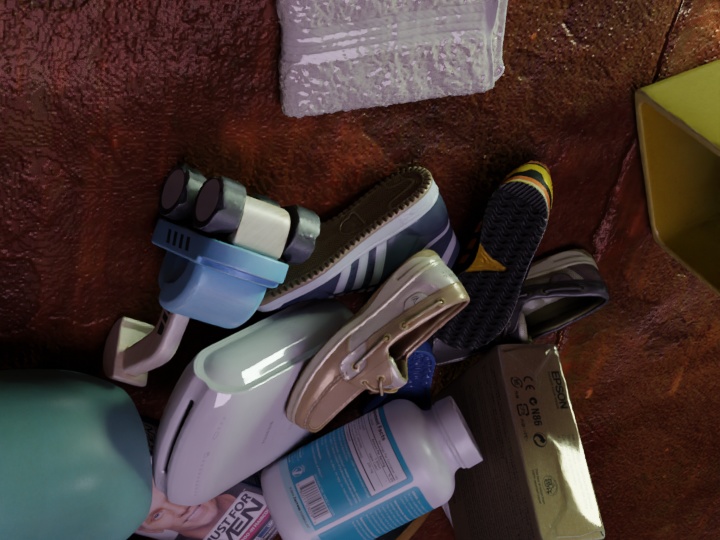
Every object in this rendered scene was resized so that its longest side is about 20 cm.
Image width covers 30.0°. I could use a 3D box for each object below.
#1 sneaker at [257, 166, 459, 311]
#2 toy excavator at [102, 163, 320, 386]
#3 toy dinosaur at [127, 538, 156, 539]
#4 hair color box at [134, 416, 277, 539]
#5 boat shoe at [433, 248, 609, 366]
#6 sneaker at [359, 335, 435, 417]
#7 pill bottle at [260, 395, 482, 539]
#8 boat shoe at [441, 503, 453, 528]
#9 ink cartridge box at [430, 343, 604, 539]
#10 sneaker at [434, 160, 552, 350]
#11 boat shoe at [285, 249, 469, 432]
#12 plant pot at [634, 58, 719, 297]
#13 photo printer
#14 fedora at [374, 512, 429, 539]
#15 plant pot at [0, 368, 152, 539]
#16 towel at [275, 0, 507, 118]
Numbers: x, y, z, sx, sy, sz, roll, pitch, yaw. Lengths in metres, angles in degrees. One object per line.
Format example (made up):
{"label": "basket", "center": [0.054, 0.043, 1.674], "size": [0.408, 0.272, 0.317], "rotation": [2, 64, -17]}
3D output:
{"label": "sneaker", "center": [0.000, 0.000, 1.230], "size": [0.200, 0.070, 0.109], "rotation": [-33, 130, 1]}
{"label": "toy excavator", "center": [-0.147, 0.017, 1.153], "size": [0.100, 0.194, 0.200], "rotation": [21, 89, -34]}
{"label": "toy dinosaur", "center": [-0.191, 0.318, 1.348], "size": [0.136, 0.102, 0.200], "rotation": [-10, 144, 35]}
{"label": "hair color box", "center": [-0.168, 0.222, 1.345], "size": [0.200, 0.061, 0.100], "rotation": [24, 115, -34]}
{"label": "boat shoe", "center": [0.151, 0.046, 1.330], "size": [0.201, 0.066, 0.072], "rotation": [-25, 133, -2]}
{"label": "sneaker", "center": [0.036, 0.091, 1.323], "size": [0.070, 0.078, 0.200], "rotation": [-1, 150, -11]}
{"label": "pill bottle", "center": [0.014, 0.195, 1.287], "size": [0.200, 0.111, 0.111], "rotation": [-27, 132, 4]}
{"label": "boat shoe", "center": [0.137, 0.296, 1.524], "size": [0.072, 0.069, 0.200], "rotation": [-20, 132, -7]}
{"label": "ink cartridge box", "center": [0.148, 0.193, 1.328], "size": [0.075, 0.200, 0.165], "rotation": [-1, 156, -24]}
{"label": "sneaker", "center": [0.132, -0.013, 1.264], "size": [0.070, 0.090, 0.200], "rotation": [27, 124, 6]}
{"label": "boat shoe", "center": [0.016, 0.075, 1.183], "size": [0.200, 0.069, 0.074], "rotation": [-49, 158, 9]}
{"label": "plant pot", "center": [0.399, -0.096, 1.246], "size": [0.200, 0.194, 0.196], "rotation": [-29, 133, -10]}
{"label": "photo printer", "center": [-0.101, 0.121, 1.222], "size": [0.200, 0.069, 0.167], "rotation": [-26, 148, -46]}
{"label": "fedora", "center": [-0.009, 0.262, 1.403], "size": [0.201, 0.201, 0.082], "rotation": [-39, 92, 11]}
{"label": "plant pot", "center": [-0.278, 0.178, 1.181], "size": [0.161, 0.201, 0.201], "rotation": [-8, 130, -28]}
{"label": "towel", "center": [0.028, -0.196, 1.108], "size": [0.200, 0.035, 0.133], "rotation": [-11, 129, -14]}
